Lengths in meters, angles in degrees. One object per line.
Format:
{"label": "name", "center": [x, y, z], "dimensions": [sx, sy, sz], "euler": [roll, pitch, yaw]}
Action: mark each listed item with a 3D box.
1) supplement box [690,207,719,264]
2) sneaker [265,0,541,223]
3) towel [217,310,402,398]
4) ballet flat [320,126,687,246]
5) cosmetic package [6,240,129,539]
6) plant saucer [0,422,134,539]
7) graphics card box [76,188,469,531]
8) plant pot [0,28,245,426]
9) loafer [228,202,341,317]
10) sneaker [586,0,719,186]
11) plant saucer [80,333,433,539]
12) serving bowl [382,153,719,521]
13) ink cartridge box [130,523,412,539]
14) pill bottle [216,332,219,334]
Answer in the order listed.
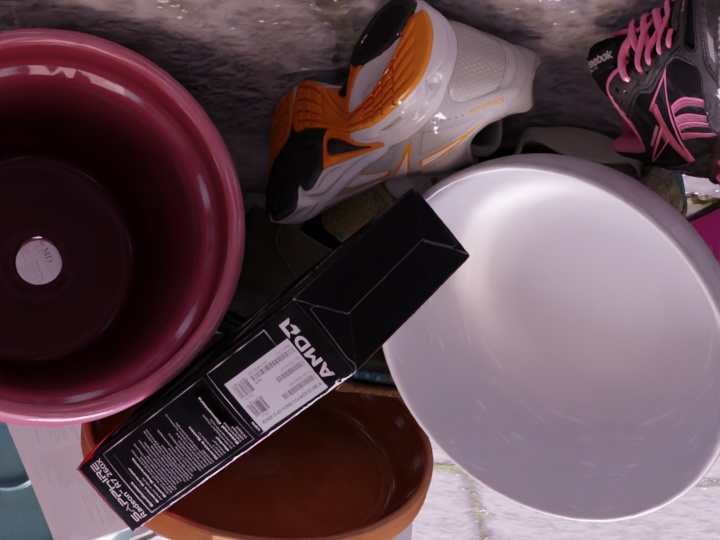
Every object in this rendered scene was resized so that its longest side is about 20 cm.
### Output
{"label": "supplement box", "center": [0.218, 0.033, 1.263], "dimensions": [0.101, 0.104, 0.200], "euler": [18, 156, -25]}
{"label": "sneaker", "center": [0.019, -0.067, 1.120], "dimensions": [0.092, 0.076, 0.200], "euler": [12, 158, -25]}
{"label": "towel", "center": [-0.016, 0.040, 1.293], "dimensions": [0.146, 0.022, 0.200], "euler": [8, -170, -39]}
{"label": "ballet flat", "center": [0.075, -0.048, 1.169], "dimensions": [0.199, 0.071, 0.071], "euler": [2, 157, 11]}
{"label": "cosmetic package", "center": [-0.174, 0.059, 1.302], "dimensions": [0.082, 0.201, 0.051], "euler": [-18, -173, 26]}
{"label": "plant saucer", "center": [-0.222, 0.104, 1.371], "dimensions": [0.199, 0.201, 0.027], "euler": [-2, -167, 19]}
{"label": "graphics card box", "center": [-0.046, 0.047, 1.108], "dimensions": [0.051, 0.125, 0.200], "euler": [50, 131, -2]}
{"label": "plant pot", "center": [-0.172, -0.014, 1.163], "dimensions": [0.199, 0.201, 0.179], "euler": [11, 172, -11]}
{"label": "loafer", "center": [0.000, 0.000, 1.274], "dimensions": [0.075, 0.070, 0.199], "euler": [24, -168, 42]}
{"label": "sneaker", "center": [0.151, -0.097, 1.026], "dimensions": [0.095, 0.079, 0.200], "euler": [14, 158, 13]}
{"label": "plant saucer", "center": [-0.059, 0.102, 1.230], "dimensions": [0.199, 0.201, 0.032], "euler": [8, 120, -4]}
{"label": "serving bowl", "center": [0.109, 0.026, 1.120], "dimensions": [0.199, 0.066, 0.201], "euler": [14, 121, 25]}
{"label": "ink cartridge box", "center": [-0.065, 0.147, 1.549], "dimensions": [0.199, 0.146, 0.083], "euler": [18, 156, -26]}
{"label": "pill bottle", "center": [-0.082, 0.080, 1.434], "dimensions": [0.199, 0.114, 0.113], "euler": [19, 154, -27]}
